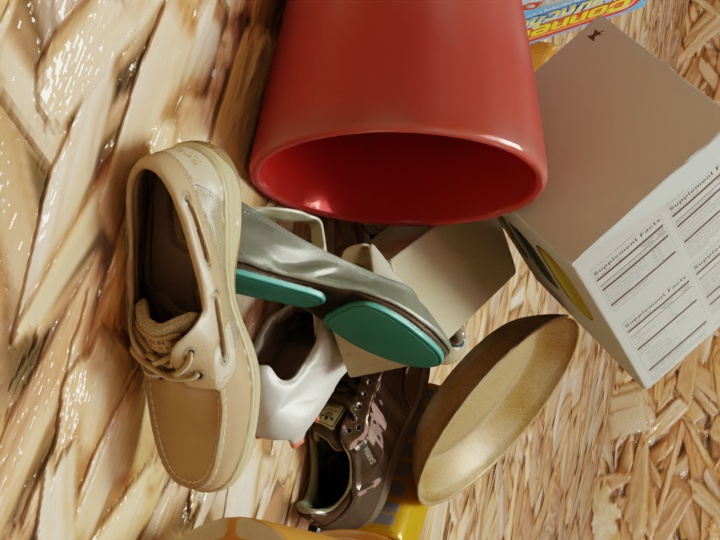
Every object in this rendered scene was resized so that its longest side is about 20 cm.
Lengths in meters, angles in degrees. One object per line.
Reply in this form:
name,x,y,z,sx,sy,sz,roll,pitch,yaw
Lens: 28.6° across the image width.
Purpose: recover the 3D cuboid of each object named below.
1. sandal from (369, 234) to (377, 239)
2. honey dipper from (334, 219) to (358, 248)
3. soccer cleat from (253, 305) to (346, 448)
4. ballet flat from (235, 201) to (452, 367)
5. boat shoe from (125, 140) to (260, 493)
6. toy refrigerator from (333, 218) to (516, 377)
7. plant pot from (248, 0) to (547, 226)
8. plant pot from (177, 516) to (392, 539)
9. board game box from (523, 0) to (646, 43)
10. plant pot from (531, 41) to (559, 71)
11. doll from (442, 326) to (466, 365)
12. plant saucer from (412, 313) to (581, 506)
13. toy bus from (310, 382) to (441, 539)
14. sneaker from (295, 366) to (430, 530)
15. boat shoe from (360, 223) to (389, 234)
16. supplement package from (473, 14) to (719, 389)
sandal,0.042,0.001,1.218,0.201,0.045,0.075,71,-4,-52
honey dipper,0.000,0.000,1.146,0.201,0.038,0.038,71,31,-52
soccer cleat,-0.029,0.043,1.022,0.200,0.069,0.078,-57,148,-48
ballet flat,-0.017,0.003,0.894,0.199,0.067,0.064,23,64,-30
boat shoe,-0.103,0.032,0.782,0.064,0.071,0.202,-26,115,-62
toy refrigerator,0.044,0.004,1.047,0.200,0.069,0.077,-37,110,-59
plant pot,0.029,-0.141,0.939,0.200,0.198,0.179,46,45,-69
plant pot,-0.044,0.245,0.889,0.183,0.199,0.202,45,54,-50
board game box,0.158,-0.252,1.139,0.196,0.198,0.056,104,-34,-73
plant pot,0.248,-0.154,1.606,0.200,0.182,0.202,8,90,-73
doll,0.076,0.014,1.303,0.137,0.048,0.201,-111,-166,-45
plant saucer,0.105,0.108,1.177,0.200,0.035,0.201,-40,154,-24
toy bus,0.019,0.190,1.220,0.065,0.078,0.201,79,25,-46
sneaker,0.001,0.111,1.123,0.075,0.070,0.202,7,95,-52
boat shoe,0.031,-0.128,1.110,0.072,0.064,0.202,40,54,-73
supplement package,0.196,-0.047,1.053,0.150,0.152,0.200,-41,141,-1
